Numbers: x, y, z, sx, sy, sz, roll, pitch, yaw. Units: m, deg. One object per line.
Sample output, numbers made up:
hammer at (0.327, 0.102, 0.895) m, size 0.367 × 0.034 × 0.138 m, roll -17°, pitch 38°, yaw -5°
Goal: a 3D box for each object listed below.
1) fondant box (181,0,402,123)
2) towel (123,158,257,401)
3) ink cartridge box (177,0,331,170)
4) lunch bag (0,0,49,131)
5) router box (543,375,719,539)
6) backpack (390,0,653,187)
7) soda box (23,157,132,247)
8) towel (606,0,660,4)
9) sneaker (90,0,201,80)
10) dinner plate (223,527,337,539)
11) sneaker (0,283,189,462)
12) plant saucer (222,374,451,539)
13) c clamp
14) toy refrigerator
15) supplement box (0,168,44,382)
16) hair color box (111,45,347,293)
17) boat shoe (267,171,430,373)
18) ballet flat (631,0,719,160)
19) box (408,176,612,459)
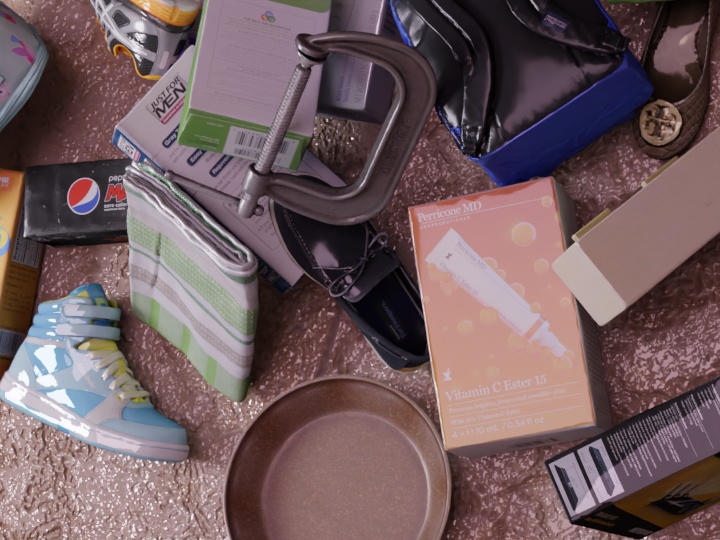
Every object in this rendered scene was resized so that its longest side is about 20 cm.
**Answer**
fondant box at (-0.063, -0.215, 1.597) m, size 0.199 × 0.058 × 0.145 m, roll 9°, pitch 86°, yaw 24°
towel at (-0.147, 0.015, 1.528) m, size 0.031 × 0.200 × 0.149 m, roll -36°, pitch 64°, yaw -29°
ink cartridge box at (-0.083, -0.190, 1.499) m, size 0.103 × 0.059 × 0.201 m, roll 12°, pitch 61°, yaw -10°
lunch bag at (-0.372, -0.151, 1.663) m, size 0.200 × 0.077 × 0.160 m, roll -53°, pitch 29°, yaw 5°
router box at (0.241, 0.140, 1.343) m, size 0.157 × 0.200 × 0.052 m, roll -29°, pitch 69°, yaw 16°
backpack at (0.120, -0.183, 1.457) m, size 0.162 × 0.168 × 0.200 m, roll -32°, pitch 69°, yaw 8°
soda box at (-0.203, -0.064, 1.627) m, size 0.199 × 0.063 × 0.071 m, roll -3°, pitch 80°, yaw 21°
towel at (0.274, -0.306, 1.453) m, size 0.149 × 0.031 × 0.201 m, roll -3°, pitch 61°, yaw 22°
sneaker at (-0.206, -0.228, 1.614) m, size 0.200 × 0.078 × 0.078 m, roll 42°, pitch 121°, yaw 59°
dinner plate at (-0.064, 0.307, 1.538) m, size 0.199 × 0.024 × 0.201 m, roll -3°, pitch 81°, yaw 23°
sneaker at (-0.224, 0.086, 1.606) m, size 0.199 × 0.079 × 0.131 m, roll 21°, pitch 91°, yaw 23°
plant saucer at (-0.016, 0.189, 1.516) m, size 0.199 × 0.037 × 0.201 m, roll -6°, pitch 71°, yaw 16°
c clamp at (-0.039, -0.110, 1.412) m, size 0.170 × 0.027 × 0.200 m, roll 24°, pitch 121°, yaw -12°
toy refrigerator at (0.245, -0.049, 1.387) m, size 0.200 × 0.076 × 0.070 m, roll -38°, pitch 85°, yaw -14°
supplement box at (-0.340, 0.006, 1.671) m, size 0.066 × 0.069 × 0.201 m, roll 7°, pitch 82°, yaw 21°
hair color box at (-0.104, -0.084, 1.537) m, size 0.200 × 0.061 × 0.100 m, roll 42°, pitch 76°, yaw -3°
boat shoe at (0.000, 0.000, 1.490) m, size 0.075 × 0.062 × 0.200 m, roll -39°, pitch 100°, yaw -15°
ballet flat at (0.261, -0.190, 1.467) m, size 0.067 × 0.046 × 0.201 m, roll 16°, pitch 88°, yaw 24°
box at (0.121, 0.041, 1.457) m, size 0.124 × 0.097 × 0.201 m, roll -12°, pitch 77°, yaw 14°
